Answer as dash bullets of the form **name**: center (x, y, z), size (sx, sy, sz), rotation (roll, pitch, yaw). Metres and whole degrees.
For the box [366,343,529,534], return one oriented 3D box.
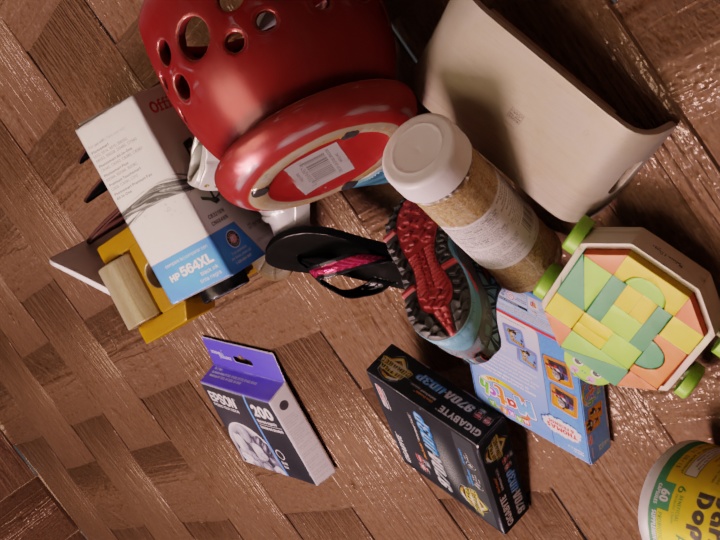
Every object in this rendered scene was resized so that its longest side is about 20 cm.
- **box**: center (0.097, 0.183, 1.515), size (0.159, 0.046, 0.200), rotation (33, 158, 33)

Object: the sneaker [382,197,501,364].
- **sneaker**: center (0.079, 0.003, 1.255), size (0.079, 0.200, 0.096), rotation (-27, 134, 23)

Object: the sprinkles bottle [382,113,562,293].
- **sprinkles bottle**: center (0.095, -0.051, 1.155), size (0.068, 0.068, 0.200), rotation (25, 170, 42)

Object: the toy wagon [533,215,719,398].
- **toy wagon**: center (0.215, 0.046, 1.160), size (0.155, 0.040, 0.200), rotation (36, 143, 8)

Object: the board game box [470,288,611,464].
- **board game box**: center (0.160, 0.075, 1.331), size (0.151, 0.037, 0.200), rotation (28, 144, 40)

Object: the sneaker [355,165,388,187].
- **sneaker**: center (0.002, -0.119, 1.316), size (0.200, 0.076, 0.081), rotation (-12, 89, 65)

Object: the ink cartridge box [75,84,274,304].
- **ink cartridge box**: center (-0.174, -0.088, 1.416), size (0.084, 0.146, 0.200), rotation (-25, 97, 28)

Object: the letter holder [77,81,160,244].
- **letter holder**: center (-0.277, -0.121, 1.656), size (0.101, 0.142, 0.200), rotation (54, 153, -4)

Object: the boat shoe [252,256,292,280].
- **boat shoe**: center (-0.105, -0.091, 1.505), size (0.073, 0.065, 0.200), rotation (-4, 106, 28)

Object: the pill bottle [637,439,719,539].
- **pill bottle**: center (0.334, 0.212, 1.144), size (0.200, 0.113, 0.113), rotation (13, 134, 51)

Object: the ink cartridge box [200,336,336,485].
- **ink cartridge box**: center (-0.141, 0.191, 1.936), size (0.198, 0.043, 0.200), rotation (7, 128, 55)

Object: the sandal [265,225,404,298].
- **sandal**: center (0.000, 0.000, 1.374), size (0.200, 0.045, 0.075), rotation (9, 151, 10)

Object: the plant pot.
- **plant pot**: center (-0.058, -0.162, 1.160), size (0.183, 0.200, 0.200), rotation (63, 156, 15)

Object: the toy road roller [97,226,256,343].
- **toy road roller**: center (-0.184, -0.016, 1.595), size (0.200, 0.146, 0.123), rotation (-28, 89, 38)

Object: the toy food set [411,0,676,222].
- **toy food set**: center (0.137, -0.138, 1.098), size (0.200, 0.060, 0.144), rotation (40, 152, 5)

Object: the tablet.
- **tablet**: center (-0.280, -0.013, 1.735), size (0.130, 0.200, 0.014), rotation (26, 113, 11)

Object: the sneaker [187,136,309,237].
- **sneaker**: center (-0.110, -0.089, 1.364), size (0.200, 0.115, 0.074), rotation (87, 169, -46)

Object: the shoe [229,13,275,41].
- **shoe**: center (-0.104, -0.208, 1.359), size (0.091, 0.071, 0.200), rotation (51, 147, 31)
